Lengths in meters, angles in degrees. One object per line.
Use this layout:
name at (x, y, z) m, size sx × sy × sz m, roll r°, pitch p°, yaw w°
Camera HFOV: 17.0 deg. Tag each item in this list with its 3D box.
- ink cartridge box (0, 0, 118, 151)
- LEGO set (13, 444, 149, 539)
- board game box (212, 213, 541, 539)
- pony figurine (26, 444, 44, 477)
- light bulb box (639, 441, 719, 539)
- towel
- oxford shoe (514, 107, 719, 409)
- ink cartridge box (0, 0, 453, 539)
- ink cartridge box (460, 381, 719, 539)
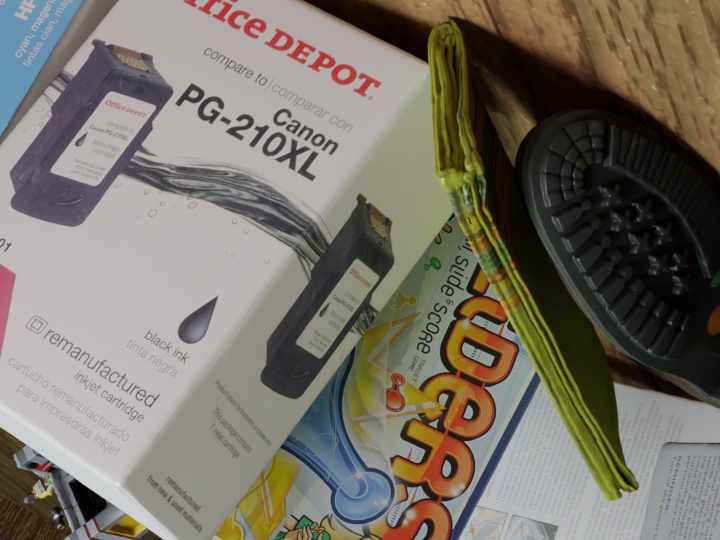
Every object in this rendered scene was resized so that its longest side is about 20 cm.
ink cartridge box at (-0.193, -0.102, 1.050) m, size 0.200 × 0.125 × 0.129 m, roll 25°, pitch 165°, yaw 21°
LEGO set at (-0.102, 0.061, 1.114) m, size 0.200 × 0.116 × 0.154 m, roll 59°, pitch -161°, yaw 20°
board game box at (0.003, 0.037, 1.004) m, size 0.135 × 0.200 × 0.034 m, roll 30°, pitch 165°, yaw -8°
pony figurine at (-0.097, 0.056, 1.427) m, size 0.193 × 0.167 × 0.200 m, roll 15°, pitch 146°, yaw 22°
light bulb box at (0.242, 0.151, 1.002) m, size 0.198 × 0.125 × 0.200 m, roll 15°, pitch 171°, yaw -20°
towel at (0.069, -0.001, 0.931) m, size 0.018 × 0.086 × 0.200 m, roll -16°, pitch 134°, yaw 15°
oxford shoe at (0.108, 0.001, 0.944) m, size 0.084 × 0.073 × 0.200 m, roll 25°, pitch 165°, yaw 46°
ink cartridge box at (-0.069, -0.013, 0.942) m, size 0.145 × 0.200 × 0.084 m, roll 30°, pitch 166°, yaw 30°
ink cartridge box at (0.112, 0.111, 1.188) m, size 0.200 × 0.109 × 0.050 m, roll 12°, pitch 161°, yaw 26°
